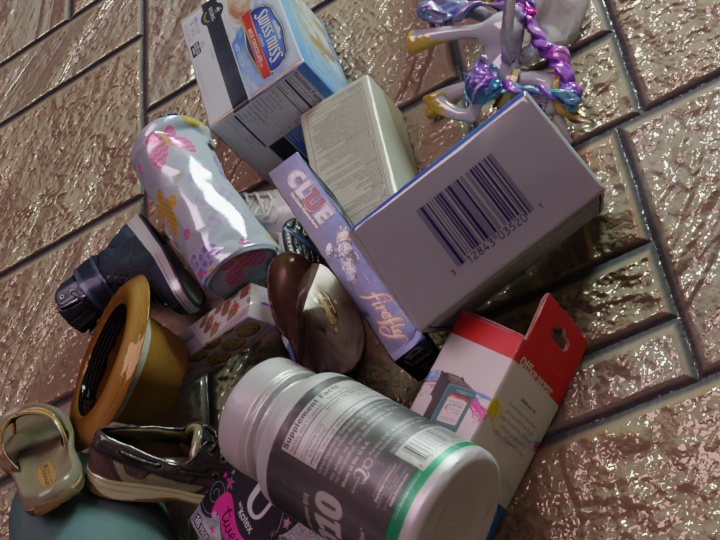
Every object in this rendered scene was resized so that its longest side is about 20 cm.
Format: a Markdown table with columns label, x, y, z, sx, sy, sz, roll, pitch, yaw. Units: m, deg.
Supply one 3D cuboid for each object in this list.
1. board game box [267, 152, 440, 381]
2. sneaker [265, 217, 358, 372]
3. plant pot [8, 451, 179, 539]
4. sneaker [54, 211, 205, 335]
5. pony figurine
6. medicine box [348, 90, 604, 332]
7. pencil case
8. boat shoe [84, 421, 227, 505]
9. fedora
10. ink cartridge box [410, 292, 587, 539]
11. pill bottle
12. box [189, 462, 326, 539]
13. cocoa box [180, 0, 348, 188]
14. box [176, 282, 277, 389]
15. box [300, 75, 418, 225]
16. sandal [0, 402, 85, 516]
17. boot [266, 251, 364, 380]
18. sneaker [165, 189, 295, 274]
| label | x | y | z | sx | sy | sz | roll | pitch | yaw |
| --- | --- | --- | --- | --- | --- | --- | --- | --- | --- |
| board game box | 0.000 | 0.000 | 1.026 | 0.034 | 0.135 | 0.201 | -35 | 74 | 3 |
| sneaker | -0.052 | 0.047 | 1.165 | 0.077 | 0.075 | 0.201 | -49 | 41 | 42 |
| plant pot | -0.244 | 0.287 | 1.079 | 0.200 | 0.200 | 0.196 | -42 | 38 | 8 |
| sneaker | -0.264 | 0.030 | 1.310 | 0.146 | 0.077 | 0.202 | -40 | 36 | -5 |
| pony figurine | 0.145 | -0.229 | 1.140 | 0.199 | 0.166 | 0.195 | 11 | 102 | 37 |
| medicine box | 0.106 | -0.042 | 0.984 | 0.182 | 0.200 | 0.103 | -38 | 82 | 8 |
| pencil case | -0.159 | -0.066 | 1.177 | 0.201 | 0.090 | 0.083 | 58 | 142 | 27 |
| boat shoe | -0.153 | 0.176 | 1.073 | 0.073 | 0.198 | 0.065 | -122 | 38 | -57 |
| fedora | -0.228 | 0.102 | 1.169 | 0.201 | 0.081 | 0.202 | -49 | 29 | 40 |
| ink cartridge box | 0.103 | 0.116 | 0.955 | 0.067 | 0.116 | 0.201 | 22 | 77 | 36 |
| pill bottle | -0.005 | 0.145 | 0.859 | 0.199 | 0.113 | 0.114 | 24 | 79 | 36 |
| box | -0.032 | 0.240 | 0.960 | 0.115 | 0.132 | 0.200 | -56 | 44 | 14 |
| cocoa box | -0.101 | -0.225 | 1.315 | 0.131 | 0.133 | 0.201 | -33 | 48 | 15 |
| box | -0.151 | 0.072 | 1.190 | 0.200 | 0.041 | 0.039 | -32 | 46 | 43 |
| box | 0.007 | -0.092 | 1.189 | 0.095 | 0.078 | 0.201 | -27 | 50 | 21 |
| sandal | -0.311 | 0.164 | 1.090 | 0.080 | 0.054 | 0.200 | -35 | 26 | -13 |
| boot | -0.042 | 0.029 | 1.006 | 0.064 | 0.200 | 0.187 | -22 | 68 | -8 |
| sneaker | -0.130 | -0.054 | 1.253 | 0.199 | 0.099 | 0.078 | -23 | 49 | 25 |
